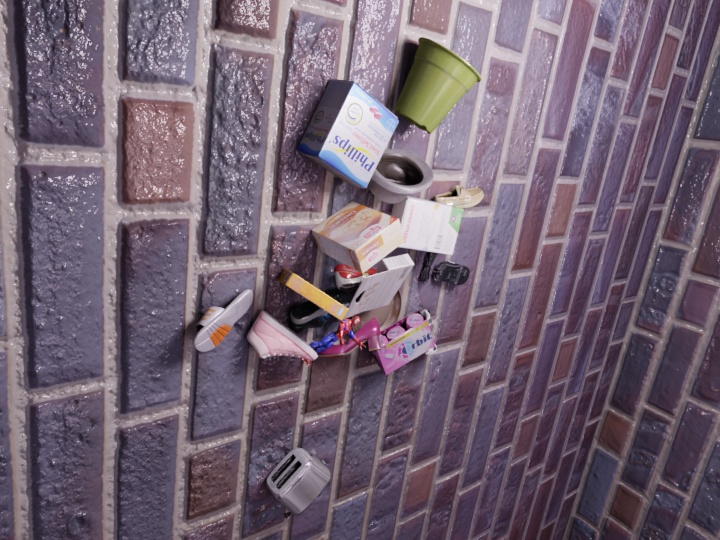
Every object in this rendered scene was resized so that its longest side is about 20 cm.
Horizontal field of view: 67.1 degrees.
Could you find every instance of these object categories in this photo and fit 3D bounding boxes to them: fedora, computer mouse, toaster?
[{"bbox_3d":[0.096,-0.250,1.499,0.199,0.177,0.091,-24,153,-40],"label":"fedora"},{"bbox_3d":[0.287,-0.024,1.815,0.198,0.046,0.142,2,111,-29],"label":"computer mouse"},{"bbox_3d":[-0.194,0.638,1.641,0.200,0.113,0.130,-44,127,-14],"label":"toaster"}]

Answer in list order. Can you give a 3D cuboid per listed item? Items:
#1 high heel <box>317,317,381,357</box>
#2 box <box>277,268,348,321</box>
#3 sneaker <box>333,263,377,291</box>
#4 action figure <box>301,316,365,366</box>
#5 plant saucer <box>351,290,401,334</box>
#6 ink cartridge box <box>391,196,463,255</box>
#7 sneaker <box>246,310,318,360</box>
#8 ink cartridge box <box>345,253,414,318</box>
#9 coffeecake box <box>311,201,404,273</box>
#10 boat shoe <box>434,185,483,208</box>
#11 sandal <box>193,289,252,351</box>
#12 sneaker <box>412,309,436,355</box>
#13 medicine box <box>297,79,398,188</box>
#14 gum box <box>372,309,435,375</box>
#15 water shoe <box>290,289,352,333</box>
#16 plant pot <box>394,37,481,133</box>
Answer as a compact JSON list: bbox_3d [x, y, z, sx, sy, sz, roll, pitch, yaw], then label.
[{"bbox_3d":[-0.038,0.203,1.615,0.197,0.067,0.097,-8,76,-10],"label":"high heel"},{"bbox_3d":[-0.115,0.067,1.410,0.199,0.119,0.042,33,85,-19],"label":"box"},{"bbox_3d":[0.000,0.000,1.562,0.199,0.077,0.086,-8,75,-52],"label":"sneaker"},{"bbox_3d":[-0.069,0.212,1.541,0.199,0.099,0.065,-40,145,-4],"label":"action figure"},{"bbox_3d":[0.045,0.124,1.679,0.199,0.032,0.203,-16,117,-35],"label":"plant saucer"},{"bbox_3d":[0.190,-0.136,1.621,0.198,0.087,0.147,7,103,-26],"label":"ink cartridge box"},{"bbox_3d":[-0.214,0.203,1.443,0.200,0.075,0.105,40,84,-21],"label":"sneaker"},{"bbox_3d":[0.039,0.045,1.521,0.175,0.045,0.201,-14,149,-33],"label":"ink cartridge box"},{"bbox_3d":[-0.008,-0.092,1.425,0.153,0.199,0.074,-37,128,-23],"label":"coffeecake box"},{"bbox_3d":[0.315,-0.236,1.730,0.198,0.072,0.066,-22,123,-26],"label":"boat shoe"},{"bbox_3d":[-0.345,0.115,1.332,0.207,0.059,0.080,-49,153,-41],"label":"sandal"},{"bbox_3d":[0.216,0.198,1.821,0.198,0.079,0.130,31,96,-33],"label":"sneaker"},{"bbox_3d":[-0.029,-0.341,1.368,0.181,0.103,0.202,26,90,-43],"label":"medicine box"},{"bbox_3d":[0.125,0.228,1.700,0.199,0.066,0.114,-29,123,-13],"label":"gum box"},{"bbox_3d":[-0.112,0.115,1.530,0.198,0.072,0.079,-16,140,-30],"label":"water shoe"},{"bbox_3d":[0.188,-0.481,1.457,0.199,0.200,0.191,21,107,-43],"label":"plant pot"}]
